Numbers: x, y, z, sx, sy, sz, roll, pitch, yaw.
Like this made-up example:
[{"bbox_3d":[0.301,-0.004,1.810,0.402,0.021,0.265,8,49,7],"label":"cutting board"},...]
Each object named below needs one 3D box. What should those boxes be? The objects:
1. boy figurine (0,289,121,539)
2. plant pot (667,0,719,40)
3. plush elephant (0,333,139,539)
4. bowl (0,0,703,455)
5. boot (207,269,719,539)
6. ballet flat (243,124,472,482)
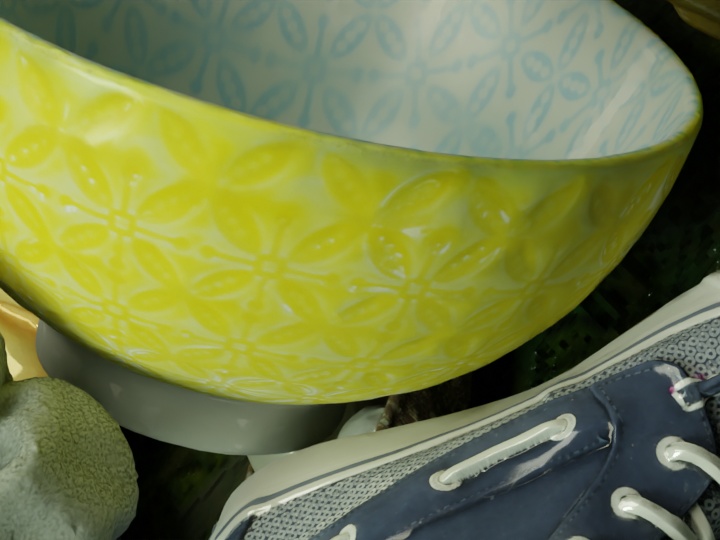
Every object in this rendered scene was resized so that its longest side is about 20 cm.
[{"bbox_3d":[-0.107,0.039,0.890,0.124,0.064,0.200,-56,35,34],"label":"boy figurine"},{"bbox_3d":[0.079,-0.174,0.735,0.195,0.194,0.200,35,100,49],"label":"plant pot"},{"bbox_3d":[-0.147,0.035,0.674,0.155,0.165,0.200,-31,8,-8],"label":"plush elephant"},{"bbox_3d":[-0.028,-0.020,0.713,0.200,0.200,0.108,42,124,48],"label":"bowl"},{"bbox_3d":[0.059,0.064,0.660,0.200,0.073,0.090,-23,29,11],"label":"boot"},{"bbox_3d":[0.000,0.000,0.803,0.070,0.065,0.200,-22,53,39],"label":"ballet flat"}]
